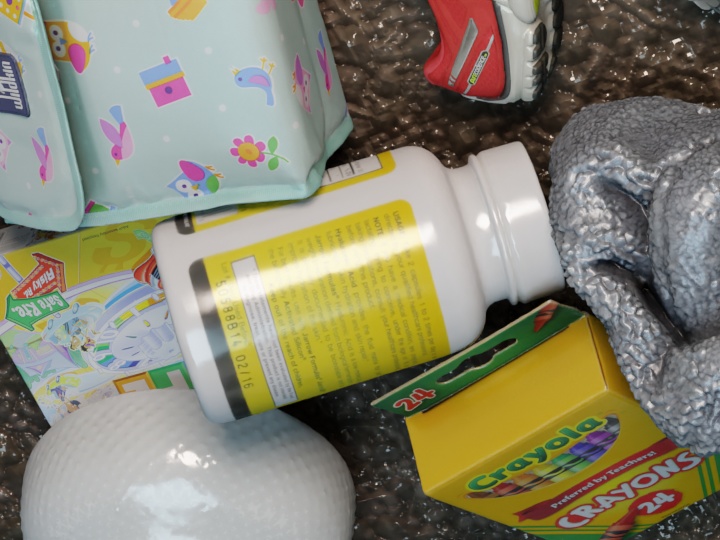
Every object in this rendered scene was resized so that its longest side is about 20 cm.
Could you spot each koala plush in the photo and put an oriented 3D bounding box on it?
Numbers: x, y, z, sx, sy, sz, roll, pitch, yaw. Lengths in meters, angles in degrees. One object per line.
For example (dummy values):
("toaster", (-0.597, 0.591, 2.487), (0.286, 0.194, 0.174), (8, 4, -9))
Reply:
("koala plush", (0.211, -0.044, 1.251), (0.200, 0.177, 0.184), (-38, 85, 33))

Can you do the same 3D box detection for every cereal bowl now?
("cereal bowl", (-0.102, 0.160, 1.467), (0.199, 0.084, 0.201), (2, 141, 1))

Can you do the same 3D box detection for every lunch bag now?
("lunch bag", (-0.124, -0.115, 1.298), (0.199, 0.122, 0.171), (-7, 113, 16))

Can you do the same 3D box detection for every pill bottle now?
("pill bottle", (0.000, 0.000, 1.313), (0.199, 0.111, 0.112), (-17, 120, -1))

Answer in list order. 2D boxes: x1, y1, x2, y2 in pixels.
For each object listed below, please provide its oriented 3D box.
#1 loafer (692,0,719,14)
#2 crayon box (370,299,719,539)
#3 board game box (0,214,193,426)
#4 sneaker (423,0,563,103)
("loafer", (0.150, -0.182, 1.234), (0.072, 0.063, 0.200), (-34, 110, 29))
("crayon box", (0.115, 0.089, 1.364), (0.127, 0.051, 0.200), (-32, 145, 28))
("board game box", (-0.107, 0.018, 1.428), (0.199, 0.034, 0.135), (-16, 118, 21))
("sneaker", (0.051, -0.171, 1.258), (0.084, 0.077, 0.201), (4, 123, 16))
